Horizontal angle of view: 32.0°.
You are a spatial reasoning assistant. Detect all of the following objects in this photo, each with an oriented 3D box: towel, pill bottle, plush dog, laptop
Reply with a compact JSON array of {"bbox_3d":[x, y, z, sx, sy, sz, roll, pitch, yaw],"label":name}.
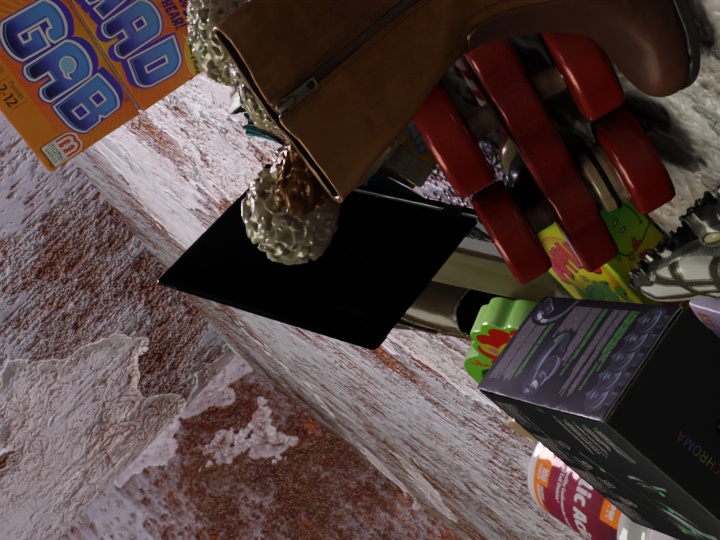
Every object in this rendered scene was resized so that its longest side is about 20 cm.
[{"bbox_3d":[0.012,-0.067,1.016,0.200,0.022,0.147,26,-177,-38],"label":"towel"},{"bbox_3d":[0.269,0.229,1.247,0.200,0.114,0.114,27,159,54],"label":"pill bottle"},{"bbox_3d":[-0.024,-0.118,0.772,0.172,0.160,0.201,29,-136,-83],"label":"plush dog"},{"bbox_3d":[0.000,0.000,0.900,0.187,0.116,0.200,16,174,33],"label":"laptop"}]

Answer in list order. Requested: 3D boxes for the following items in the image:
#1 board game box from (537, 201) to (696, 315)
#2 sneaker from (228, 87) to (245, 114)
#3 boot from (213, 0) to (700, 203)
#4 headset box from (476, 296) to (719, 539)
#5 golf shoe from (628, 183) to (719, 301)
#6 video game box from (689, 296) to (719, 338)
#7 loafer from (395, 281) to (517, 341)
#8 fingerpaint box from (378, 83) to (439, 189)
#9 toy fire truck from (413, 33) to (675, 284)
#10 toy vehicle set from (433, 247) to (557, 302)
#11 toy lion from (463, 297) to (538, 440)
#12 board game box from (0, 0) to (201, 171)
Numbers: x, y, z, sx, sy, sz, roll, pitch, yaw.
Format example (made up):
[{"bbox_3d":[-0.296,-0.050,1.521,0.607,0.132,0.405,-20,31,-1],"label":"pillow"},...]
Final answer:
[{"bbox_3d":[0.206,0.018,0.913,0.200,0.048,0.102,45,168,-3],"label":"board game box"},{"bbox_3d":[-0.092,-0.203,1.165,0.200,0.077,0.089,155,101,-79],"label":"sneaker"},{"bbox_3d":[0.056,-0.108,0.621,0.188,0.200,0.068,49,166,-22],"label":"boot"},{"bbox_3d":[0.204,0.106,0.850,0.174,0.093,0.200,40,169,-14],"label":"headset box"},{"bbox_3d":[0.222,-0.002,0.730,0.094,0.078,0.200,43,169,6],"label":"golf shoe"},{"bbox_3d":[0.322,0.090,0.786,0.200,0.047,0.182,50,169,-24],"label":"video game box"},{"bbox_3d":[0.080,0.024,1.156,0.199,0.073,0.071,11,175,-1],"label":"loafer"},{"bbox_3d":[-0.030,-0.174,0.982,0.167,0.073,0.200,30,162,48],"label":"fingerpaint box"},{"bbox_3d":[0.100,-0.100,0.787,0.200,0.112,0.168,52,-168,-37],"label":"toy fire truck"},{"bbox_3d":[0.072,-0.015,1.096,0.124,0.027,0.200,12,-173,-22],"label":"toy vehicle set"},{"bbox_3d":[0.162,0.084,1.076,0.191,0.069,0.200,36,158,-29],"label":"toy lion"},{"bbox_3d":[-0.275,-0.258,1.114,0.200,0.199,0.200,52,174,32],"label":"board game box"}]
